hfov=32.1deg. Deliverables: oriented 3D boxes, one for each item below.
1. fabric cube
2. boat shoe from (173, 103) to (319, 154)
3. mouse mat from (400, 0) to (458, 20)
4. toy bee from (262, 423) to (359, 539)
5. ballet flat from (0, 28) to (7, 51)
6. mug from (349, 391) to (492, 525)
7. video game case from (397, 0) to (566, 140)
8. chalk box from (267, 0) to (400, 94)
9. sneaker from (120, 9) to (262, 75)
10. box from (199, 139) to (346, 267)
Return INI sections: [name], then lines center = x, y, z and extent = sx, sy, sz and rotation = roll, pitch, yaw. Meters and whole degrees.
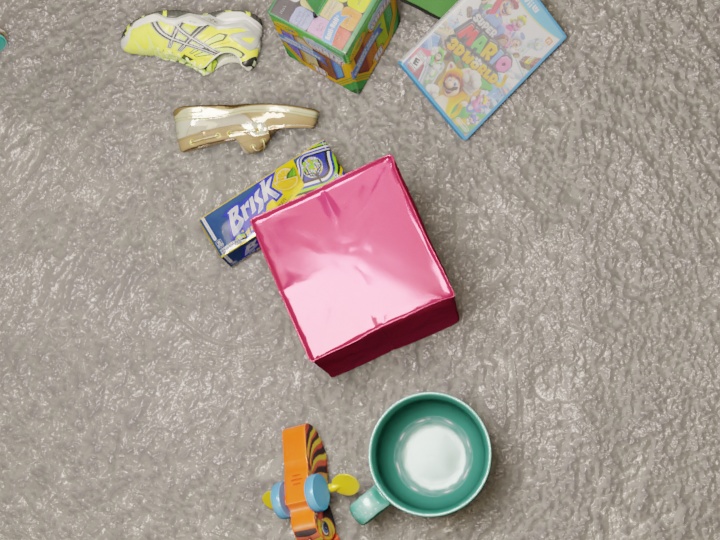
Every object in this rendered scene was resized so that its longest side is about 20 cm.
[fabric cube]
center = 0.000, 0.000, 1.580
extent = 0.198, 0.199, 0.198
rotation = -24, 77, 1
[boat shoe]
center = -0.154, -0.191, 1.699
extent = 0.198, 0.074, 0.067
rotation = -1, 93, 7
[mouse mat]
center = 0.109, -0.409, 1.659
extent = 0.007, 0.199, 0.163
rotation = -2, 77, 43
[toy bee]
center = -0.069, 0.305, 1.596
extent = 0.130, 0.109, 0.201
rotation = 5, 63, 33
[ballet flat]
center = -0.595, -0.306, 1.761
extent = 0.199, 0.076, 0.064
rotation = -27, 63, -3
[mug]
center = 0.074, 0.234, 1.574
extent = 0.183, 0.114, 0.154
rotation = -7, 80, 5
[video game case]
center = 0.164, -0.294, 1.667
extent = 0.200, 0.018, 0.143
rotation = -45, 113, -3
[chalk box]
center = -0.033, -0.340, 1.641
extent = 0.123, 0.200, 0.126
rotation = 30, 84, 10
[sneaker]
center = -0.234, -0.311, 1.721
extent = 0.198, 0.075, 0.077
rotation = -3, 79, 7
[box]
center = -0.112, -0.088, 1.671
extent = 0.199, 0.070, 0.065
rotation = -33, 76, -1
